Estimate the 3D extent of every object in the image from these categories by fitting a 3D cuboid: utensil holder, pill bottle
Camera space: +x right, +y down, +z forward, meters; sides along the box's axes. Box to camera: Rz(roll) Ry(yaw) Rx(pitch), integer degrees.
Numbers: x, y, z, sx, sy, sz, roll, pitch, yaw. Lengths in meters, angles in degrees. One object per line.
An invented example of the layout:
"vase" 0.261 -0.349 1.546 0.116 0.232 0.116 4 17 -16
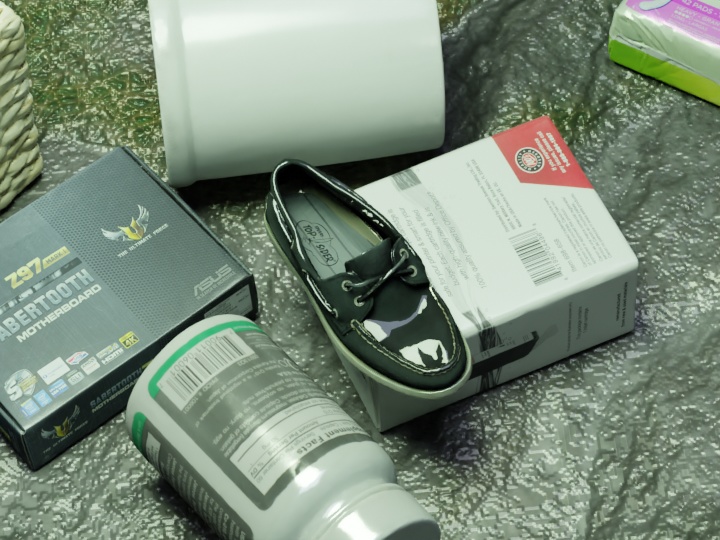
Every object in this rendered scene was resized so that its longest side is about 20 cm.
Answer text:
"utensil holder" -0.048 -0.153 1.783 0.198 0.171 0.171 -6 53 -4
"pill bottle" -0.049 0.130 1.593 0.113 0.113 0.200 -34 59 -20

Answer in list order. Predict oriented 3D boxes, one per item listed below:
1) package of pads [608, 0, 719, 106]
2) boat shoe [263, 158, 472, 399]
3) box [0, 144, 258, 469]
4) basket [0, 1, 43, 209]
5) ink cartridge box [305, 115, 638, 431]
"package of pads" 0.303 -0.188 1.843 0.199 0.068 0.155 26 59 21
"boat shoe" 0.002 -0.001 1.623 0.074 0.066 0.200 -27 57 -14
"box" -0.194 0.021 1.732 0.199 0.051 0.158 -34 57 -19
"basket" -0.342 -0.105 1.749 0.160 0.199 0.200 32 61 20
"ink cartridge box" 0.069 0.001 1.708 0.199 0.084 0.145 -21 55 -12
